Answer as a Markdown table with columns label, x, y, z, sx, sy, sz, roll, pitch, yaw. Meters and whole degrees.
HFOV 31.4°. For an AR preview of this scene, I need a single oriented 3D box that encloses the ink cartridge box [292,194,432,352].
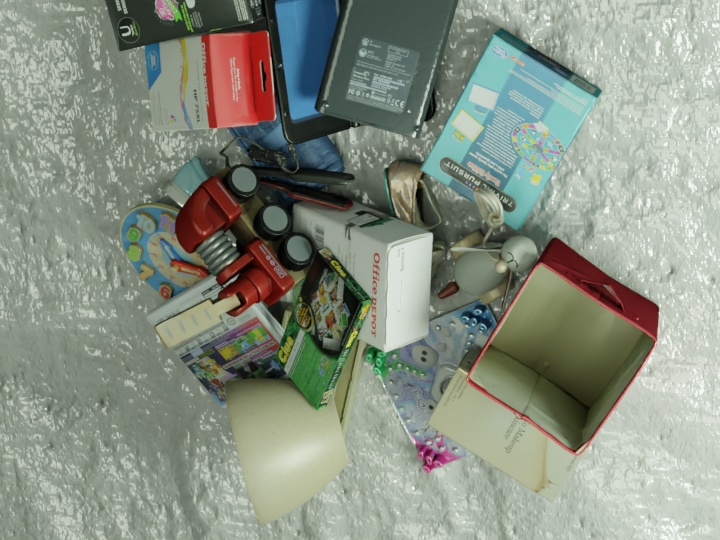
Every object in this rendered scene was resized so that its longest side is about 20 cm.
| label | x | y | z | sx | sy | sz | roll | pitch | yaw |
| --- | --- | --- | --- | --- | --- | --- | --- | --- | --- |
| ink cartridge box | 0.000 | 0.000 | 1.671 | 0.199 | 0.084 | 0.148 | 25 | 121 | 45 |

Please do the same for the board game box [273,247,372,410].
| label | x | y | z | sx | sy | sz | roll | pitch | yaw |
| --- | --- | --- | --- | --- | --- | --- | --- | --- | --- |
| board game box | -0.051 | 0.078 | 1.673 | 0.105 | 0.023 | 0.202 | 47 | 134 | 26 |

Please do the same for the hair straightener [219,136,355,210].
| label | x | y | z | sx | sy | sz | roll | pitch | yaw |
| --- | --- | --- | --- | --- | --- | --- | --- | --- | --- |
| hair straightener | -0.098 | -0.139 | 1.683 | 0.197 | 0.041 | 0.078 | 17 | 115 | 19 |

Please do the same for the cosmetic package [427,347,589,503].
| label | x | y | z | sx | sy | sz | roll | pitch | yaw |
| --- | --- | --- | --- | --- | --- | --- | --- | --- | --- |
| cosmetic package | 0.200 | 0.204 | 1.696 | 0.198 | 0.073 | 0.104 | 31 | 117 | 8 |

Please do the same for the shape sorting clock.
| label | x | y | z | sx | sy | sz | roll | pitch | yaw |
| --- | --- | --- | --- | --- | --- | --- | --- | --- | --- |
| shape sorting clock | -0.255 | -0.012 | 1.804 | 0.197 | 0.039 | 0.202 | 17 | 135 | 18 |

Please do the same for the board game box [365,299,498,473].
| label | x | y | z | sx | sy | sz | roll | pitch | yaw |
| --- | --- | --- | --- | --- | --- | --- | --- | --- | --- |
| board game box | 0.128 | 0.165 | 1.764 | 0.198 | 0.026 | 0.202 | -24 | 100 | 26 |

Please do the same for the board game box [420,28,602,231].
| label | x | y | z | sx | sy | sz | roll | pitch | yaw |
| --- | --- | --- | --- | --- | --- | --- | --- | --- | --- |
| board game box | 0.187 | -0.175 | 1.605 | 0.150 | 0.047 | 0.202 | 32 | 117 | 7 |

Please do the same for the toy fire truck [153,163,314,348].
| label | x | y | z | sx | sy | sz | roll | pitch | yaw |
| --- | --- | --- | --- | --- | --- | --- | --- | --- | --- |
| toy fire truck | -0.188 | -0.008 | 1.654 | 0.177 | 0.199 | 0.129 | 51 | 146 | 0 |

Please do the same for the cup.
| label | x | y | z | sx | sy | sz | roll | pitch | yaw |
| --- | --- | --- | --- | --- | --- | --- | --- | --- | --- |
| cup | -0.094 | 0.234 | 1.768 | 0.141 | 0.200 | 0.203 | -14 | 105 | -3 |

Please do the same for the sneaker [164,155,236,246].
| label | x | y | z | sx | sy | sz | roll | pitch | yaw |
| --- | --- | --- | --- | --- | --- | --- | --- | --- | --- |
| sneaker | -0.169 | -0.082 | 1.762 | 0.199 | 0.074 | 0.082 | 35 | 95 | -8 |

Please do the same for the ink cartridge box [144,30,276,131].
| label | x | y | z | sx | sy | sz | roll | pitch | yaw |
| --- | --- | --- | --- | --- | --- | --- | --- | --- | --- |
| ink cartridge box | -0.193 | -0.240 | 1.634 | 0.198 | 0.067 | 0.118 | 4 | 102 | 50 |

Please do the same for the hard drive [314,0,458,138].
| label | x | y | z | sx | sy | sz | roll | pitch | yaw |
| --- | --- | --- | --- | --- | --- | --- | --- | --- | --- |
| hard drive | 0.035 | -0.279 | 1.583 | 0.137 | 0.033 | 0.203 | 13 | 104 | -13 |

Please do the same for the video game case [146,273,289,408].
| label | x | y | z | sx | sy | sz | roll | pitch | yaw |
| --- | --- | --- | --- | --- | --- | --- | --- | --- | --- |
| video game case | -0.190 | 0.097 | 1.819 | 0.199 | 0.023 | 0.183 | -27 | 107 | 42 |

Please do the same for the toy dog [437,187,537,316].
| label | x | y | z | sx | sy | sz | roll | pitch | yaw |
| --- | --- | --- | --- | --- | --- | --- | --- | --- | --- |
| toy dog | 0.150 | -0.001 | 1.610 | 0.096 | 0.201 | 0.132 | -35 | 71 | -13 |

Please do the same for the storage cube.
| label | x | y | z | sx | sy | sz | roll | pitch | yaw |
| --- | --- | --- | --- | --- | --- | --- | --- | --- | --- |
| storage cube | 0.257 | 0.088 | 1.588 | 0.170 | 0.180 | 0.202 | 33 | 107 | 6 |

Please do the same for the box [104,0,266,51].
| label | x | y | z | sx | sy | sz | roll | pitch | yaw |
| --- | --- | --- | --- | --- | --- | --- | --- | --- | --- |
| box | -0.210 | -0.369 | 1.626 | 0.197 | 0.149 | 0.126 | -6 | 108 | 22 |

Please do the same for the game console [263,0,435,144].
| label | x | y | z | sx | sy | sz | roll | pitch | yaw |
| --- | --- | --- | --- | --- | --- | --- | --- | --- | --- |
| game console | -0.010 | -0.271 | 1.605 | 0.173 | 0.116 | 0.203 | 0 | 110 | 22 |

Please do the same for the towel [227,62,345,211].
| label | x | y | z | sx | sy | sz | roll | pitch | yaw |
| --- | --- | --- | --- | --- | --- | --- | --- | --- | --- |
| towel | -0.114 | -0.188 | 1.713 | 0.111 | 0.049 | 0.201 | -33 | 95 | 26 |

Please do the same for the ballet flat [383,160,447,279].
| label | x | y | z | sx | sy | sz | roll | pitch | yaw |
| --- | --- | --- | --- | --- | --- | --- | --- | --- | --- |
| ballet flat | 0.078 | -0.046 | 1.685 | 0.066 | 0.068 | 0.203 | -6 | 109 | 15 |

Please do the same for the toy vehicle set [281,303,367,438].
| label | x | y | z | sx | sy | sz | roll | pitch | yaw |
| --- | --- | --- | --- | --- | --- | --- | --- | --- | --- |
| toy vehicle set | -0.066 | 0.159 | 1.834 | 0.123 | 0.027 | 0.203 | 19 | 115 | 13 |
